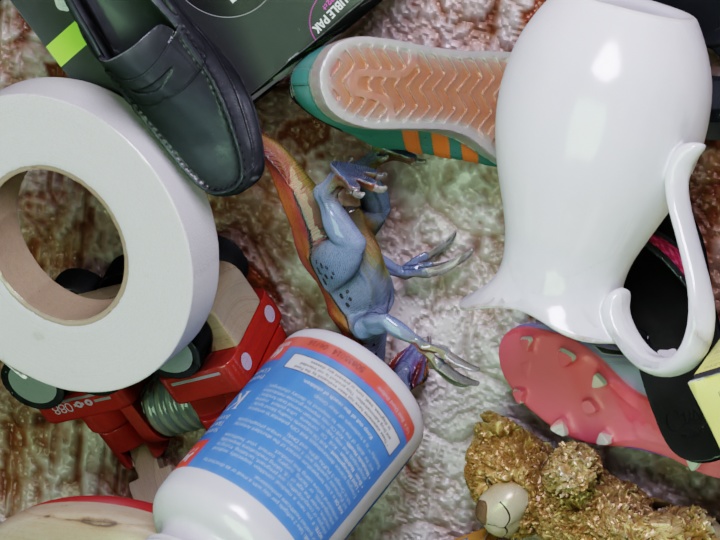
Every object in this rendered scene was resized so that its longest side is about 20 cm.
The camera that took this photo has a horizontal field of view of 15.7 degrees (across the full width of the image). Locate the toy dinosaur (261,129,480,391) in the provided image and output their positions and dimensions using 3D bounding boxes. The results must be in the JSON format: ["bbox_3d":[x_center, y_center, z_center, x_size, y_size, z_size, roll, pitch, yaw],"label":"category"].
[{"bbox_3d":[0.000,0.000,1.649,0.200,0.105,0.182,21,126,11],"label":"toy dinosaur"}]

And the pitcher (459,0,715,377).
[{"bbox_3d":[0.149,-0.051,1.496,0.171,0.121,0.200,23,107,39],"label":"pitcher"}]

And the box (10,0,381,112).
[{"bbox_3d":[-0.085,-0.182,1.603,0.200,0.124,0.149,-37,92,28],"label":"box"}]

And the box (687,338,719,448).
[{"bbox_3d":[0.254,0.039,1.502,0.075,0.200,0.050,-20,101,26],"label":"box"}]

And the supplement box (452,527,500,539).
[{"bbox_3d":[0.103,0.268,1.714,0.066,0.069,0.200,-22,111,28],"label":"supplement box"}]

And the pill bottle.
[{"bbox_3d":[-0.058,0.140,1.620,0.112,0.200,0.112,28,147,20],"label":"pill bottle"}]

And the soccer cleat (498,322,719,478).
[{"bbox_3d":[0.180,0.078,1.632,0.200,0.076,0.067,19,116,32],"label":"soccer cleat"}]

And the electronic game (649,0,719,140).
[{"bbox_3d":[0.202,-0.170,1.534,0.200,0.042,0.200,13,121,23],"label":"electronic game"}]

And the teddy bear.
[{"bbox_3d":[0.149,0.162,1.648,0.200,0.067,0.145,29,163,6],"label":"teddy bear"}]

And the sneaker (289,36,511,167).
[{"bbox_3d":[0.051,-0.102,1.583,0.200,0.080,0.071,13,88,-24],"label":"sneaker"}]

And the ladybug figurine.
[{"bbox_3d":[-0.154,0.202,1.716,0.200,0.072,0.136,7,124,20],"label":"ladybug figurine"}]

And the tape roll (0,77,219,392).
[{"bbox_3d":[-0.181,-0.020,1.622,0.203,0.037,0.203,13,119,24],"label":"tape roll"}]

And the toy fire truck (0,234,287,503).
[{"bbox_3d":[-0.123,0.101,1.744,0.176,0.129,0.200,-14,124,32],"label":"toy fire truck"}]

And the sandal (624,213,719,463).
[{"bbox_3d":[0.179,0.019,1.571,0.075,0.045,0.200,-29,66,18],"label":"sandal"}]

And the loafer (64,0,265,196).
[{"bbox_3d":[-0.125,-0.128,1.528,0.068,0.070,0.201,-26,99,29],"label":"loafer"}]
